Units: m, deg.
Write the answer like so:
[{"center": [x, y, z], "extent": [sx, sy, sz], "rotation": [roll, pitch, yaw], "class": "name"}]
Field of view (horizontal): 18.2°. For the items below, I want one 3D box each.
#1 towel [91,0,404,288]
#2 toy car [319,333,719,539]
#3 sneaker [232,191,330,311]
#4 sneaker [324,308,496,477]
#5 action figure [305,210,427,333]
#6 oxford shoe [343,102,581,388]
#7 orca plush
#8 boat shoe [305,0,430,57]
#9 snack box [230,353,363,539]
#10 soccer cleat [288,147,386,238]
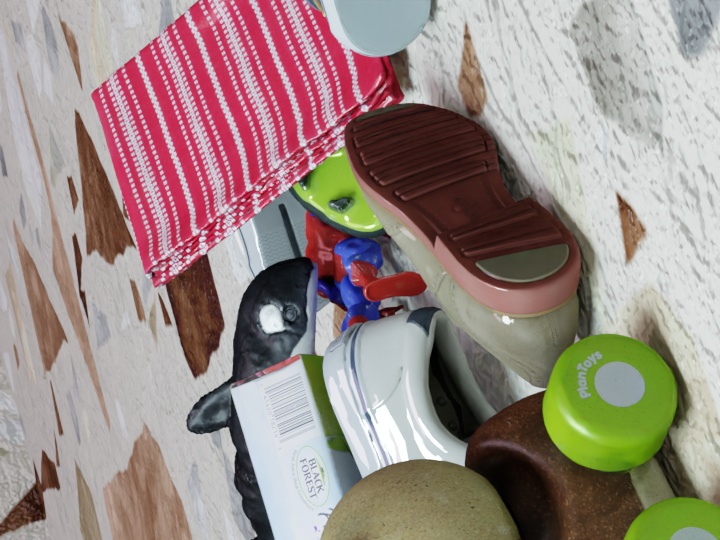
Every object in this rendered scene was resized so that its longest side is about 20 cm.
[{"center": [-0.068, -0.100, 1.250], "extent": [0.200, 0.022, 0.145], "rotation": [-37, 56, 27], "class": "towel"}, {"center": [0.041, 0.139, 0.954], "extent": [0.165, 0.199, 0.158], "rotation": [102, 151, -56], "class": "toy car"}, {"center": [-0.067, -0.068, 1.400], "extent": [0.071, 0.073, 0.201], "rotation": [180, 78, -70], "class": "sneaker"}, {"center": [0.050, 0.114, 1.121], "extent": [0.071, 0.073, 0.201], "rotation": [-24, 94, 35], "class": "sneaker"}, {"center": [0.000, 0.000, 1.268], "extent": [0.200, 0.051, 0.066], "rotation": [-130, 36, -67], "class": "action figure"}, {"center": [0.043, -0.014, 1.072], "extent": [0.200, 0.070, 0.075], "rotation": [-123, 20, -53], "class": "oxford shoe"}, {"center": [-0.065, 0.087, 1.298], "extent": [0.106, 0.071, 0.201], "rotation": [-92, 5, -54], "class": "orca plush"}, {"center": [-0.017, -0.210, 1.116], "extent": [0.091, 0.070, 0.202], "rotation": [-137, 36, -60], "class": "boat shoe"}, {"center": [0.014, 0.148, 1.188], "extent": [0.142, 0.053, 0.201], "rotation": [10, -120, -59], "class": "snack box"}, {"center": [-0.025, -0.079, 1.280], "extent": [0.200, 0.068, 0.081], "rotation": [46, -174, 39], "class": "soccer cleat"}]
